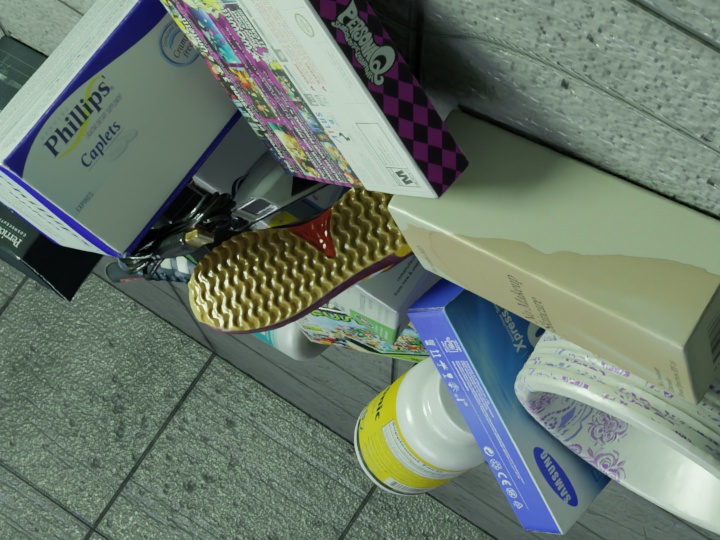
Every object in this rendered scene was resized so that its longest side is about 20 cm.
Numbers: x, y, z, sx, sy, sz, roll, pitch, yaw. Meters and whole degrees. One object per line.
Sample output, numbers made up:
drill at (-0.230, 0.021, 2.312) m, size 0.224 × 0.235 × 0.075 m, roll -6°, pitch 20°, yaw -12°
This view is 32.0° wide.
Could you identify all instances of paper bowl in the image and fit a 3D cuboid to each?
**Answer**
paper bowl at (0.212, 0.088, 0.832) m, size 0.201 × 0.104 × 0.201 m, roll 33°, pitch 168°, yaw 8°

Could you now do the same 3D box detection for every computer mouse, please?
computer mouse at (-0.073, -0.058, 0.885) m, size 0.110 × 0.200 × 0.044 m, roll -26°, pitch 94°, yaw 49°

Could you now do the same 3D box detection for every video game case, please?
video game case at (-0.045, -0.133, 0.730) m, size 0.200 × 0.036 × 0.181 m, roll 54°, pitch 160°, yaw -26°

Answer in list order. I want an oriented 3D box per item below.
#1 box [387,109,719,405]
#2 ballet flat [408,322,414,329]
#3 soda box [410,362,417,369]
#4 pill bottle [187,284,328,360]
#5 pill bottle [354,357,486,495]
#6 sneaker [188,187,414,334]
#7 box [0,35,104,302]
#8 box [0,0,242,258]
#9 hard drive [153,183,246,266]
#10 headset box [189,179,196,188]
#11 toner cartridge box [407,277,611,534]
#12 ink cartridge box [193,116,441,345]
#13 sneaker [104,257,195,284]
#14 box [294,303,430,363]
box at (0.125, -0.011, 0.740) m, size 0.200 × 0.078 × 0.095 m, roll 27°, pitch 166°, yaw 31°
ballet flat at (0.000, 0.000, 1.134) m, size 0.200 × 0.068 × 0.067 m, roll 34°, pitch 159°, yaw 8°
soda box at (0.141, 0.138, 1.300) m, size 0.200 × 0.071 × 0.063 m, roll 23°, pitch 164°, yaw 43°
pill bottle at (-0.114, 0.009, 1.385) m, size 0.200 × 0.111 × 0.111 m, roll 29°, pitch 167°, yaw 25°
pill bottle at (0.075, 0.143, 1.198) m, size 0.111 × 0.111 × 0.200 m, roll 35°, pitch 152°, yaw -5°
sneaker at (-0.024, -0.009, 0.895) m, size 0.075 × 0.200 × 0.090 m, roll 68°, pitch -168°, yaw 10°
box at (-0.341, -0.108, 1.322) m, size 0.200 × 0.197 × 0.124 m, roll 28°, pitch 167°, yaw 23°
box at (-0.177, -0.112, 0.896) m, size 0.105 × 0.184 × 0.200 m, roll 42°, pitch 167°, yaw -22°
hard drive at (-0.160, -0.048, 1.069) m, size 0.200 × 0.038 × 0.140 m, roll 32°, pitch 167°, yaw 32°
headset box at (-0.147, -0.076, 1.219) m, size 0.200 × 0.077 × 0.149 m, roll 30°, pitch 168°, yaw 25°
toner cartridge box at (0.119, 0.086, 0.924) m, size 0.043 × 0.095 × 0.200 m, roll -7°, pitch 118°, yaw 53°
ink cartridge box at (-0.030, -0.037, 1.032) m, size 0.200 × 0.088 × 0.145 m, roll 36°, pitch 169°, yaw 7°
sneaker at (-0.200, -0.008, 1.238) m, size 0.200 × 0.085 × 0.075 m, roll 34°, pitch 169°, yaw 1°
box at (0.025, 0.051, 1.228) m, size 0.200 × 0.035 × 0.110 m, roll 10°, pitch 158°, yaw 25°
